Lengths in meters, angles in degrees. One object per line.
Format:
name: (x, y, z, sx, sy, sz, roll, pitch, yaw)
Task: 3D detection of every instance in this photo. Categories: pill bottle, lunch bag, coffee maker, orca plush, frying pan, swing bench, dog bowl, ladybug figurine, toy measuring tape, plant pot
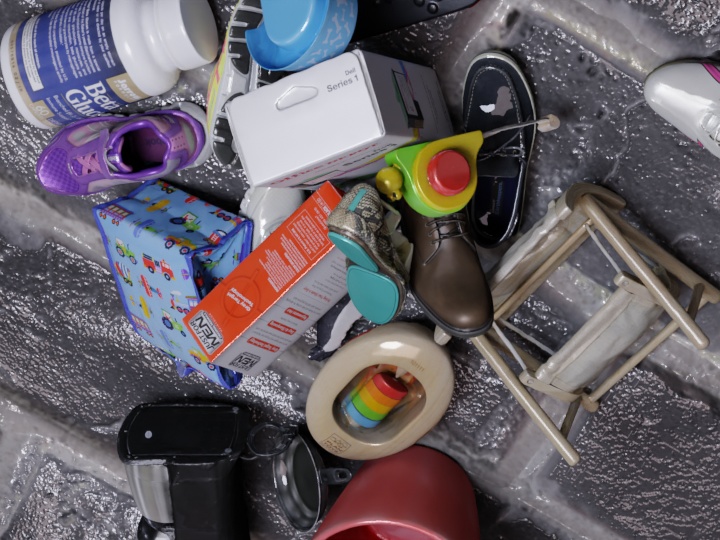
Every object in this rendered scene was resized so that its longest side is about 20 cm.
pill bottle: (-0.245, -0.217, 1.563, 0.198, 0.111, 0.112, -15, 111, 20)
lunch bag: (-0.189, 0.028, 1.655, 0.150, 0.094, 0.202, 25, 130, 36)
coffee maker: (-0.169, 0.260, 1.753, 0.190, 0.135, 0.202, 13, 126, 23)
orca plush: (0.000, 0.000, 1.649, 0.104, 0.071, 0.201, -2, 132, -36)
frying pan: (-0.053, 0.211, 1.722, 0.190, 0.031, 0.116, -55, 51, 50)
swing bench: (0.214, 0.041, 1.567, 0.200, 0.130, 0.199, 43, 119, -2)
dog bowl: (-0.057, -0.270, 1.441, 0.049, 0.202, 0.111, 13, 147, -44)
ladybug figurine: (0.021, 0.123, 1.677, 0.135, 0.072, 0.200, 36, 124, -16)
toy measuring tape: (0.104, -0.093, 1.471, 0.198, 0.073, 0.074, -15, 119, -25)
plant pot: (0.044, 0.294, 1.698, 0.197, 0.178, 0.203, 5, 119, 9)

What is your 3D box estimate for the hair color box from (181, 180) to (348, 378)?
hair color box: (-0.068, 0.011, 1.542, 0.200, 0.101, 0.061, -43, 65, 9)

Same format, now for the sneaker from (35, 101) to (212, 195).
sneaker: (-0.252, -0.120, 1.622, 0.198, 0.089, 0.081, -12, 105, 19)

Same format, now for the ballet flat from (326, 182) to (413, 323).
ballet flat: (0.017, -0.019, 1.471, 0.067, 0.076, 0.200, 24, 161, 21)

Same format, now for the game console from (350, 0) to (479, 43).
game console: (0.018, -0.326, 1.489, 0.175, 0.031, 0.202, -14, 111, 20)

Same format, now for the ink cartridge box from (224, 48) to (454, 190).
ink cartridge box: (-0.015, -0.136, 1.486, 0.143, 0.200, 0.085, -19, 85, 22)

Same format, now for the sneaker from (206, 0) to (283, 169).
sneaker: (-0.111, -0.206, 1.558, 0.077, 0.090, 0.202, 18, 99, -23)

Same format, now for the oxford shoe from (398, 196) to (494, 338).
oxford shoe: (0.076, -0.025, 1.506, 0.072, 0.202, 0.085, -14, 144, -10)

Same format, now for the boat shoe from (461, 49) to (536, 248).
boat shoe: (0.131, -0.114, 1.547, 0.074, 0.062, 0.203, 6, 115, 13)

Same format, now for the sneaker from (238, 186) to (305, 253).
sneaker: (-0.088, -0.010, 1.632, 0.074, 0.081, 0.202, -4, 124, -23)

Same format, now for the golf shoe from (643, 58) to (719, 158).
golf shoe: (0.354, -0.133, 1.463, 0.198, 0.092, 0.073, 24, 120, 3)
